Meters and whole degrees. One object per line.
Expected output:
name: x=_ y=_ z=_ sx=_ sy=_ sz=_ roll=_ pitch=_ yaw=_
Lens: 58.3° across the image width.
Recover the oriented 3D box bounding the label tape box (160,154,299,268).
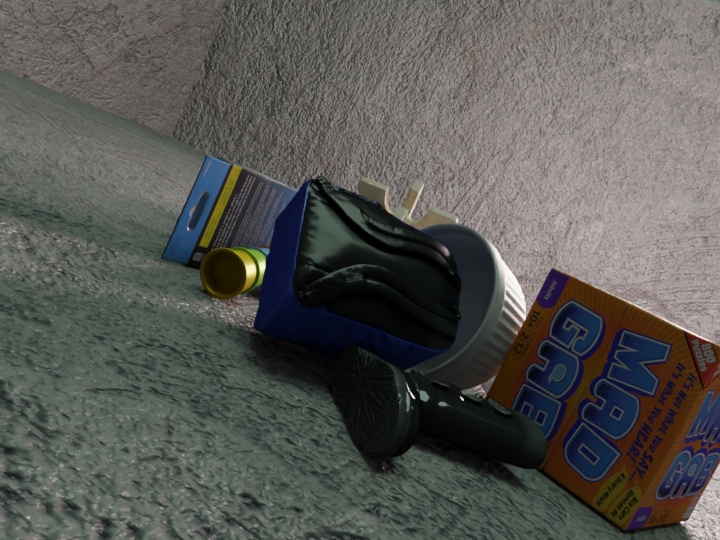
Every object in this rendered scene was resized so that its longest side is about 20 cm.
label tape box: x=-0.180 y=-0.073 z=0.875 sx=0.063 sy=0.145 sz=0.200 roll=30 pitch=8 yaw=34

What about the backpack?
backpack: x=-0.002 y=0.019 z=0.691 sx=0.199 sy=0.163 sz=0.168 roll=20 pitch=-30 yaw=-21

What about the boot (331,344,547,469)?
boot: x=0.084 y=0.143 z=0.584 sx=0.200 sy=0.066 sz=0.165 roll=28 pitch=7 yaw=-19

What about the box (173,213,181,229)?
box: x=-0.188 y=-0.032 z=0.992 sx=0.199 sy=0.039 sz=0.041 roll=23 pitch=8 yaw=-23

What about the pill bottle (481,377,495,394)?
pill bottle: x=0.275 y=0.158 z=0.949 sx=0.200 sy=0.111 sz=0.111 roll=21 pitch=8 yaw=-38

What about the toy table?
toy table: x=0.066 y=-0.080 z=1.156 sx=0.199 sy=0.117 sz=0.184 roll=17 pitch=31 yaw=-3

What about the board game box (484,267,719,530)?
board game box: x=0.297 y=0.144 z=0.740 sx=0.199 sy=0.201 sz=0.200 roll=19 pitch=9 yaw=-45

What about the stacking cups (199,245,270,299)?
stacking cups: x=-0.134 y=-0.002 z=0.829 sx=0.060 sy=0.061 sz=0.200 roll=27 pitch=9 yaw=10

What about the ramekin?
ramekin: x=0.106 y=0.053 z=0.795 sx=0.105 sy=0.201 sz=0.200 roll=34 pitch=0 yaw=-40
